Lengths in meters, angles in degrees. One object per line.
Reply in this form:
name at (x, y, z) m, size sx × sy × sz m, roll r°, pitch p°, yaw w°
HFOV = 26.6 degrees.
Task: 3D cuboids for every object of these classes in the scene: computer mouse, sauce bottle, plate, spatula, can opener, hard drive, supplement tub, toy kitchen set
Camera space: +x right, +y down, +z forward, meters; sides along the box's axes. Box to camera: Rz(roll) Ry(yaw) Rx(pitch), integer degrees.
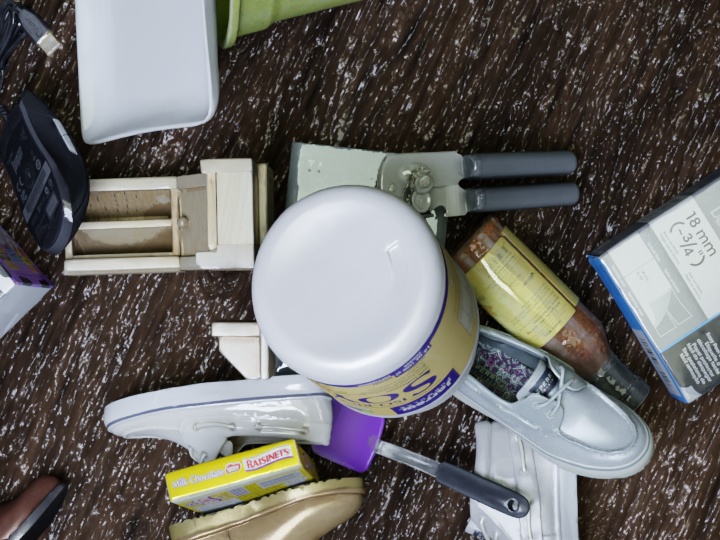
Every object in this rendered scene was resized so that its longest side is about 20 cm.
computer mouse at (-0.250, -0.122, 1.223) m, size 0.201 × 0.046 × 0.141 m, roll 56°, pitch 134°, yaw 30°
sauce bottle at (0.158, 0.044, 1.272) m, size 0.066 × 0.066 × 0.200 m, roll -44°, pitch 91°, yaw -1°
plate at (-0.170, -0.210, 1.231) m, size 0.032 × 0.198 × 0.203 m, roll -2°, pitch 90°, yaw -40°
spatula at (0.050, 0.159, 1.260) m, size 0.198 × 0.021 × 0.057 m, roll 21°, pitch 91°, yaw 19°
can opener at (0.091, -0.073, 1.253) m, size 0.198 × 0.066 × 0.053 m, roll -6°, pitch 92°, yaw -27°
hard drive at (0.000, 0.000, 1.287) m, size 0.138 × 0.033 × 0.203 m, roll 6°, pitch 90°, yaw -1°
supplement tub at (0.012, 0.031, 1.156) m, size 0.143 × 0.200 × 0.147 m, roll -4°, pitch 73°, yaw 15°
toy kitchen set at (-0.157, 0.004, 1.202) m, size 0.178 × 0.200 × 0.166 m, roll -2°, pitch 89°, yaw 0°

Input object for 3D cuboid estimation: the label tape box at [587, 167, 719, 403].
label tape box at (0.313, -0.006, 1.275) m, size 0.199 × 0.063 × 0.145 m, roll -33°, pitch 91°, yaw 0°

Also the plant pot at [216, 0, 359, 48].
plant pot at (-0.033, -0.289, 1.223) m, size 0.182 × 0.200 × 0.203 m, roll -7°, pitch 90°, yaw -11°

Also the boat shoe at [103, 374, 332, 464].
boat shoe at (-0.117, 0.130, 1.252) m, size 0.197 × 0.071 × 0.071 m, roll -7°, pitch 79°, yaw 10°

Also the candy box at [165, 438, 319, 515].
candy box at (-0.088, 0.166, 1.203) m, size 0.101 × 0.200 × 0.027 m, roll -13°, pitch 78°, yaw -1°

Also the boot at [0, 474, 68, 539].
boot at (-0.368, 0.175, 1.281) m, size 0.188 × 0.068 × 0.201 m, roll -39°, pitch 82°, yaw 6°

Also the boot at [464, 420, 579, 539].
boot at (0.135, 0.223, 1.276) m, size 0.094 × 0.074 × 0.203 m, roll -1°, pitch 81°, yaw 5°

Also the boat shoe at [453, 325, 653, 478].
boat shoe at (0.143, 0.102, 1.232) m, size 0.199 × 0.072 × 0.070 m, roll 26°, pitch 72°, yaw 25°

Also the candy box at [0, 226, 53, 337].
candy box at (-0.349, -0.039, 1.216) m, size 0.071 × 0.168 × 0.200 m, roll -42°, pitch 90°, yaw -2°

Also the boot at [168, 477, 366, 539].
boot at (-0.055, 0.282, 1.219) m, size 0.173 × 0.066 × 0.202 m, roll -17°, pitch 78°, yaw 4°
